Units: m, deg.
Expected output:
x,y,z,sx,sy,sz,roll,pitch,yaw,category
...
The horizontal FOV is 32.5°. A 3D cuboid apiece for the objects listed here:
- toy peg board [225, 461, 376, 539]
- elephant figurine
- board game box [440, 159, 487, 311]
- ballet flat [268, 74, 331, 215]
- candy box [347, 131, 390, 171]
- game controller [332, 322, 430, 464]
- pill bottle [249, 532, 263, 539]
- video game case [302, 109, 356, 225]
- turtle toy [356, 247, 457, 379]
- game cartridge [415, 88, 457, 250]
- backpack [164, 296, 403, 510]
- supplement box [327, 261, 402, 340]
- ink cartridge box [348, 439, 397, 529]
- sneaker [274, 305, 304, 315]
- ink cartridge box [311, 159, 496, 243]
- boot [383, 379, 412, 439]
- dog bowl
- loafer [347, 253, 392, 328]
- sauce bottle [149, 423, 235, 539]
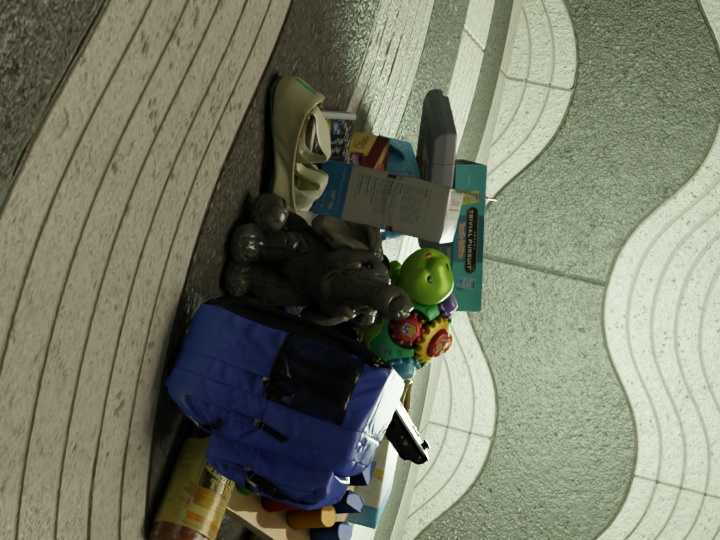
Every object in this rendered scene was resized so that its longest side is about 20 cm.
x,y,z,sx,sy,sz,roll,pitch,yaw,category
-0.049,0.217,1.422,0.199,0.098,0.200,42,53,-32,toy peg board
-0.028,0.008,1.267,0.142,0.199,0.155,91,16,-48,elephant figurine
0.138,-0.053,1.737,0.151,0.047,0.201,-128,-140,-79,board game box
-0.064,-0.112,1.304,0.070,0.069,0.200,-66,165,-45,ballet flat
-0.006,-0.073,1.684,0.117,0.056,0.200,-64,165,-53,candy box
0.025,0.143,1.475,0.200,0.042,0.104,59,11,-29,game controller
-0.082,0.348,1.650,0.200,0.111,0.112,-64,163,-48,pill bottle
-0.054,-0.103,1.488,0.200,0.023,0.182,-25,128,-76,video game case
0.064,0.053,1.530,0.146,0.101,0.200,-33,141,-37,turtle toy
0.101,-0.132,1.712,0.134,0.040,0.200,-102,-167,-50,game cartridge
-0.081,0.119,1.146,0.163,0.200,0.168,74,40,-73,backpack
0.016,0.044,1.639,0.200,0.086,0.111,15,104,-59,supplement box
-0.009,0.265,1.884,0.125,0.128,0.201,-54,156,-65,ink cartridge box
-0.072,0.027,1.442,0.200,0.085,0.077,179,-101,-80,sneaker
0.054,-0.078,1.474,0.116,0.199,0.068,-12,116,-77,ink cartridge box
-0.013,0.232,1.750,0.073,0.155,0.201,-16,119,-78,boot
0.053,-0.120,1.773,0.200,0.049,0.112,-100,-167,-59,dog bowl
0.000,0.000,1.469,0.201,0.070,0.068,-114,-162,-55,loafer
-0.149,0.185,1.232,0.066,0.066,0.200,82,22,-63,sauce bottle
